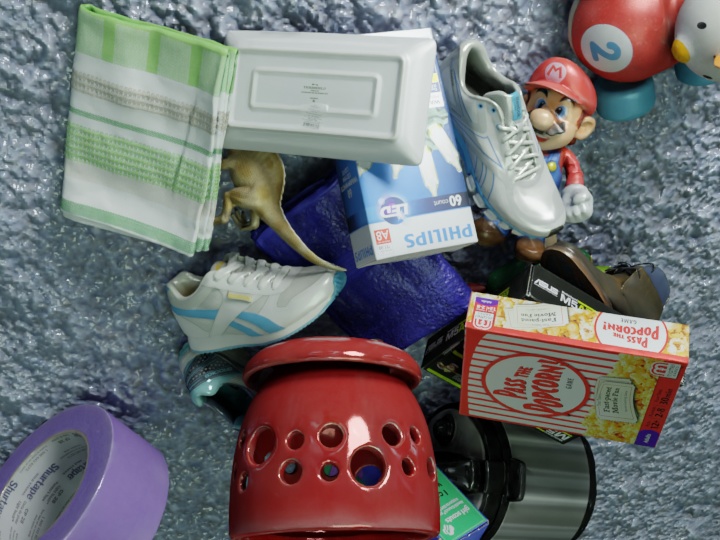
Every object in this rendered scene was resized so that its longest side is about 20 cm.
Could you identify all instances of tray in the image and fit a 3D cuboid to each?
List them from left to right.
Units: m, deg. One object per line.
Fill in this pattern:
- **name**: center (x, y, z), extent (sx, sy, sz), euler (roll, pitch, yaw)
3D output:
- **tray**: center (-0.038, -0.152, 0.825), extent (0.199, 0.022, 0.108), euler (8, 94, 20)

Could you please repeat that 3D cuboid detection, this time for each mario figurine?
- **mario figurine**: center (0.168, -0.111, 0.945), extent (0.123, 0.106, 0.201), euler (10, 109, -16)

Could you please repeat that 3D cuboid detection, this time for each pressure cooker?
- **pressure cooker**: center (0.150, 0.242, 1.125), extent (0.199, 0.179, 0.176), euler (11, 124, -28)

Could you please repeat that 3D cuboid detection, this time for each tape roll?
- **tape roll**: center (-0.297, 0.243, 0.974), extent (0.200, 0.200, 0.085), euler (-38, 125, 8)

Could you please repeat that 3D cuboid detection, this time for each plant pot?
- **plant pot**: center (-0.023, 0.169, 0.924), extent (0.200, 0.183, 0.201), euler (1, 159, 0)

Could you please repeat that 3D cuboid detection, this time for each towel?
- **towel**: center (-0.193, -0.119, 0.849), extent (0.149, 0.031, 0.201), euler (16, 118, 4)
- **towel**: center (0.000, 0.000, 0.948), extent (0.200, 0.050, 0.148), euler (44, 128, -17)

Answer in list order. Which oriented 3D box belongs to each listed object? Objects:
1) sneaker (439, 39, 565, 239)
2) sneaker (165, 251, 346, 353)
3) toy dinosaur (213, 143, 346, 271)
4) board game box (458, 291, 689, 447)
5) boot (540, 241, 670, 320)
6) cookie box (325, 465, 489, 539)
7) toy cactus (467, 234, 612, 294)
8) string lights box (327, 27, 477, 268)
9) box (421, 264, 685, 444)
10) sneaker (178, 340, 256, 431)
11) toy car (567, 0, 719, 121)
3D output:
- **sneaker**: center (0.129, -0.122, 0.874), extent (0.075, 0.200, 0.087), euler (-29, 171, -26)
- **sneaker**: center (-0.106, 0.023, 0.931), extent (0.200, 0.077, 0.081), euler (-15, 113, 29)
- **toy dinosaur**: center (-0.099, -0.069, 0.884), extent (0.101, 0.058, 0.200), euler (-26, 89, 39)
- **board game box**: center (0.198, 0.098, 0.923), extent (0.199, 0.046, 0.152), euler (8, 141, 11)
- **boot**: center (0.257, 0.012, 0.995), extent (0.200, 0.075, 0.097), euler (49, 65, -35)
- **cookie box**: center (0.026, 0.272, 1.072), extent (0.075, 0.200, 0.171), euler (-20, 142, -41)
- **toy cactus**: center (0.197, 0.001, 1.056), extent (0.199, 0.102, 0.166), euler (-11, 105, -7)
- **string lights box**: center (0.030, -0.110, 0.868), extent (0.102, 0.059, 0.201), euler (-11, 86, -20)
- **box**: center (0.197, 0.095, 0.996), extent (0.200, 0.048, 0.193), euler (29, 144, -14)
- **sneaker**: center (-0.109, 0.146, 1.036), extent (0.200, 0.086, 0.078), euler (27, 119, -30)
- **toy car**: center (0.303, -0.219, 0.869), extent (0.176, 0.200, 0.185), euler (-24, 124, -3)
